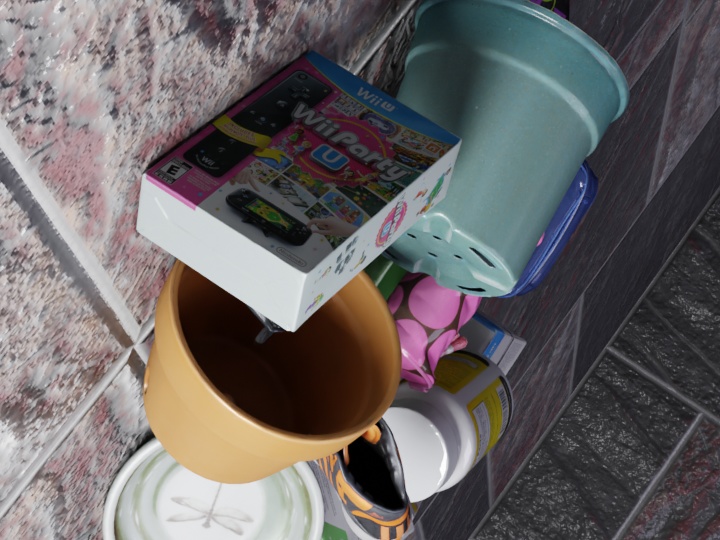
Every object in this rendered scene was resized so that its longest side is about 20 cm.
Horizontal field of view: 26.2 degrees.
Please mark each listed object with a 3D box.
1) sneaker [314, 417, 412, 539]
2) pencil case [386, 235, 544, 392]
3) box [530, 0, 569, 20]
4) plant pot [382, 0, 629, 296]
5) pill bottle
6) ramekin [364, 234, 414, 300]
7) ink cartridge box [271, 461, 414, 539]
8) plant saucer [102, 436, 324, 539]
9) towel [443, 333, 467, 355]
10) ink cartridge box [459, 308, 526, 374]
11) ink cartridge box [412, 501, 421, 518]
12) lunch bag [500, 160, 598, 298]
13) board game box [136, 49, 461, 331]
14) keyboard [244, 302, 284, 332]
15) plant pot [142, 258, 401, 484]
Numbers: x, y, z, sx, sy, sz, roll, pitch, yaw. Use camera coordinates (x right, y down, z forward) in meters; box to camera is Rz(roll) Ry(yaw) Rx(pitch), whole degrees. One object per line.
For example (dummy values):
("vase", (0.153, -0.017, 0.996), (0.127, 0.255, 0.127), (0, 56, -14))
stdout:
("sneaker", (-0.014, 0.133, 1.315), (0.077, 0.200, 0.112), (-32, 160, -16))
("pencil case", (0.088, 0.011, 1.394), (0.200, 0.090, 0.094), (-50, 127, -15))
("box", (0.143, -0.205, 1.509), (0.200, 0.036, 0.144), (-41, 140, -38))
("plant pot", (0.098, -0.098, 1.297), (0.200, 0.199, 0.197), (78, 36, -68))
("pill bottle", (0.075, 0.155, 1.553), (0.115, 0.114, 0.200), (-62, 166, 20))
("ramekin", (0.000, 0.000, 1.447), (0.200, 0.097, 0.200), (-50, 163, -22))
("ink cartridge box", (-0.035, 0.223, 1.519), (0.083, 0.146, 0.200), (-14, -177, 25))
("plant saucer", (-0.133, 0.217, 1.396), (0.201, 0.199, 0.050), (-60, -161, 14))
("towel", (0.000, 0.115, 1.562), (0.199, 0.030, 0.146), (-27, -176, -20))
("ink cartridge box", (0.095, 0.070, 1.760), (0.085, 0.145, 0.200), (-57, 163, 2))
("ink cartridge box", (-0.020, 0.263, 1.714), (0.125, 0.129, 0.200), (-45, -179, 17))
("lunch bag", (0.163, -0.063, 1.715), (0.201, 0.135, 0.132), (-59, 166, 8))
("board game box", (-0.043, -0.063, 1.127), (0.200, 0.147, 0.065), (-42, 156, -41))
("keyboard", (-0.065, -0.047, 1.219), (0.039, 0.104, 0.201), (-16, -149, 34))
("plant pot", (-0.085, 0.079, 1.227), (0.200, 0.200, 0.140), (-38, 172, -46))
